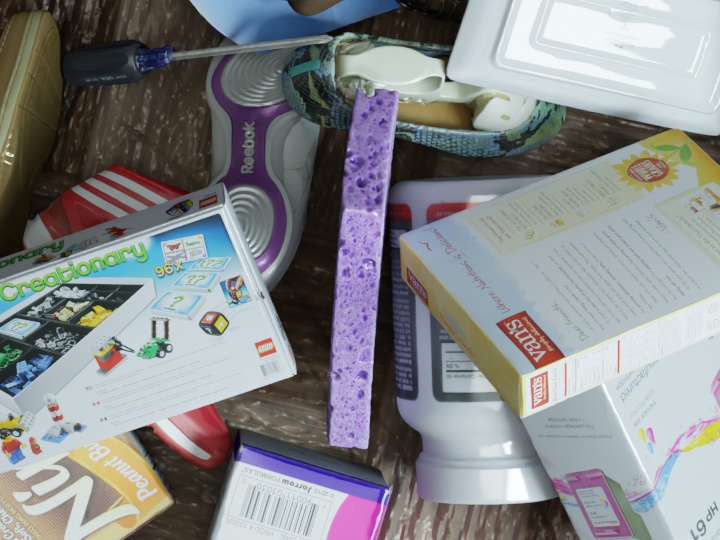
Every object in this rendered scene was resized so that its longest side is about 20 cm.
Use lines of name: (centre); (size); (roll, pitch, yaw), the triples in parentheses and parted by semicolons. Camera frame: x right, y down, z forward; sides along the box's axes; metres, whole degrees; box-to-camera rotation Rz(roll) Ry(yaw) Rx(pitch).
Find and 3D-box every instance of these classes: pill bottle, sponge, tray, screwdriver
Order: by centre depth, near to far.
sponge: (0.000, 0.000, 1.572); (0.030, 0.112, 0.200); (5, 133, 0)
tray: (0.158, -0.146, 1.583); (0.200, 0.022, 0.108); (10, 107, -24)
screwdriver: (-0.104, -0.138, 1.601); (0.200, 0.028, 0.029); (-8, 115, 33)
pill bottle: (0.078, 0.042, 1.623); (0.116, 0.116, 0.201); (-2, 94, -2)

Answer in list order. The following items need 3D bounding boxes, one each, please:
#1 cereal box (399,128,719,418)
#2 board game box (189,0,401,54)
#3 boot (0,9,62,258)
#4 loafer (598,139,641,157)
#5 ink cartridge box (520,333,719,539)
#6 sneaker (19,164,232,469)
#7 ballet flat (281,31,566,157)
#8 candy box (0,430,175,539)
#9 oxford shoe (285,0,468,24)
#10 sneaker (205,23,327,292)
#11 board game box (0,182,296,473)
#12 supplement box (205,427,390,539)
cereal box: (0.142, -0.003, 1.511); (0.200, 0.144, 0.040); (-22, 135, -18)
board game box: (-0.040, -0.229, 1.627); (0.200, 0.039, 0.158); (-21, 103, -21)
boot: (-0.277, -0.080, 1.623); (0.155, 0.073, 0.200); (8, 71, 16)
loafer: (0.224, -0.001, 1.652); (0.076, 0.067, 0.200); (-43, 78, -2)
ink cartridge box: (0.186, 0.096, 1.587); (0.145, 0.085, 0.200); (-46, 120, -37)
sneaker: (-0.119, 0.020, 1.636); (0.115, 0.078, 0.200); (-37, 95, 2)
ballet flat: (0.051, -0.112, 1.603); (0.200, 0.074, 0.074); (1, 94, -25)
candy box: (-0.220, 0.097, 1.646); (0.115, 0.055, 0.200); (-34, 94, -1)
oxford shoe: (0.042, -0.187, 1.606); (0.200, 0.073, 0.085); (-21, 105, -22)
sneaker: (-0.065, -0.073, 1.636); (0.075, 0.100, 0.200); (10, 70, 5)
board game box: (-0.153, 0.037, 1.557); (0.200, 0.035, 0.126); (-18, 117, 5)
supplement box: (-0.059, 0.213, 1.636); (0.101, 0.103, 0.200); (17, 92, -4)
